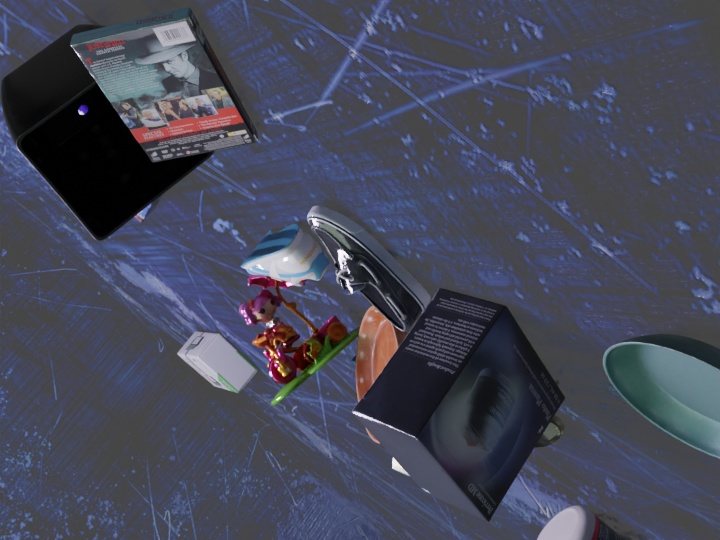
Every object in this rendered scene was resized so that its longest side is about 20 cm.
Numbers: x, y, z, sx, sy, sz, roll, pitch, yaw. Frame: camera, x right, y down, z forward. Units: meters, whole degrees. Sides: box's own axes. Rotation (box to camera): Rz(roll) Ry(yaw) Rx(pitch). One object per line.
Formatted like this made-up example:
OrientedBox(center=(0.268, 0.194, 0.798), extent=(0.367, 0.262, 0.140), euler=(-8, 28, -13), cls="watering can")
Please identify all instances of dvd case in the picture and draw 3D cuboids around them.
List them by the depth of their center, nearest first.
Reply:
OrientedBox(center=(-0.221, -0.208, 1.063), extent=(0.145, 0.022, 0.200), euler=(-9, 145, 14), cls="dvd case")

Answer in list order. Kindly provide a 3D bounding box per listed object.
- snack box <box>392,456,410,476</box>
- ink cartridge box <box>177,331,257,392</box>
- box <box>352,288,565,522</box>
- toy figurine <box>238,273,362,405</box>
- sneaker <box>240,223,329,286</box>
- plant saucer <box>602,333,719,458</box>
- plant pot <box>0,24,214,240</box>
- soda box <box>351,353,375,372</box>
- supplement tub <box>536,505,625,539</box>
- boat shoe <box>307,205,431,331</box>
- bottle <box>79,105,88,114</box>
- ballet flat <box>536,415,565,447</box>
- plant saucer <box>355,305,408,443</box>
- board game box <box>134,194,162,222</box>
OrientedBox(center=(0.100, 0.202, 1.312), extent=(0.037, 0.201, 0.116), euler=(-3, -171, -40), cls="snack box")
OrientedBox(center=(-0.373, 0.235, 2.369), extent=(0.146, 0.084, 0.200), euler=(45, 160, -18), cls="ink cartridge box")
OrientedBox(center=(0.129, 0.168, 1.139), extent=(0.123, 0.199, 0.200), euler=(15, 152, 48), cls="box")
OrientedBox(center=(-0.121, 0.081, 1.451), extent=(0.184, 0.200, 0.150), euler=(51, 152, 0), cls="toy figurine")
OrientedBox(center=(-0.115, -0.013, 1.355), extent=(0.081, 0.077, 0.200), euler=(42, 163, -18), cls="sneaker")
OrientedBox(center=(0.339, 0.122, 0.908), extent=(0.200, 0.036, 0.200), euler=(33, 161, 13), cls="plant saucer")
OrientedBox(center=(-0.345, -0.200, 1.182), extent=(0.177, 0.199, 0.200), euler=(42, 167, 35), cls="plant pot")
OrientedBox(center=(0.085, 0.165, 1.418), extent=(0.200, 0.064, 0.068), euler=(19, 153, 43), cls="soda box")
OrientedBox(center=(0.395, 0.499, 1.508), extent=(0.200, 0.140, 0.140), euler=(40, 161, -4), cls="supplement tub")
OrientedBox(center=(0.000, 0.000, 1.185), extent=(0.200, 0.068, 0.072), euler=(43, 160, -13), cls="boat shoe")
OrientedBox(center=(-0.370, -0.208, 1.379), extent=(0.200, 0.065, 0.083), euler=(47, 160, -25), cls="bottle")
OrientedBox(center=(0.225, 0.217, 1.334), extent=(0.200, 0.057, 0.067), euler=(-7, 104, 58), cls="ballet flat")
OrientedBox(center=(0.037, 0.150, 1.334), extent=(0.032, 0.201, 0.200), euler=(0, 171, -19), cls="plant saucer")
OrientedBox(center=(-0.436, -0.180, 1.596), extent=(0.199, 0.043, 0.200), euler=(42, 161, -8), cls="board game box")
